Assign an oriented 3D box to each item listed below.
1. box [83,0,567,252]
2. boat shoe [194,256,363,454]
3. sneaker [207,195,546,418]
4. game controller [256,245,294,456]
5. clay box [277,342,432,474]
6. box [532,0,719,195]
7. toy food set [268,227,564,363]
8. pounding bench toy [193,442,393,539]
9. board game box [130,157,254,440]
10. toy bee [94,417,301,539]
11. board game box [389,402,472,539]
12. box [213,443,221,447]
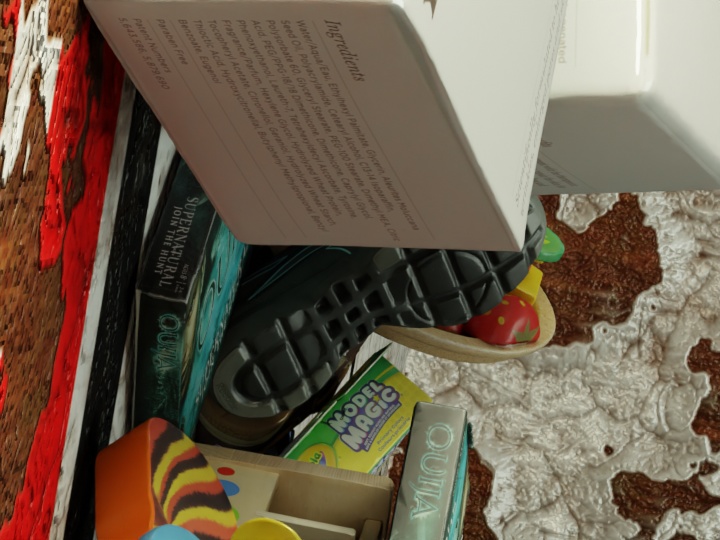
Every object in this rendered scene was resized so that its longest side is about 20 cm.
[{"bbox_3d":[0.000,-0.138,1.180,0.200,0.131,0.199,60,38,-57],"label":"box"},{"bbox_3d":[-0.041,0.050,1.674,0.200,0.072,0.072,-55,170,-48],"label":"boat shoe"},{"bbox_3d":[0.000,0.000,1.524,0.075,0.200,0.079,67,-5,-34],"label":"sneaker"},{"bbox_3d":[-0.051,0.066,1.833,0.200,0.042,0.104,94,7,-56],"label":"game controller"},{"bbox_3d":[-0.027,0.123,1.665,0.115,0.048,0.200,-47,176,-27],"label":"clay box"},{"bbox_3d":[0.083,-0.149,1.391,0.199,0.171,0.200,29,62,-68],"label":"box"},{"bbox_3d":[0.026,-0.016,1.677,0.049,0.200,0.198,-63,-178,22],"label":"toy food set"},{"bbox_3d":[-0.067,0.213,1.436,0.156,0.124,0.200,-69,168,-66],"label":"pounding bench toy"},{"bbox_3d":[-0.077,-0.008,1.429,0.135,0.028,0.200,97,6,-45],"label":"board game box"},{"bbox_3d":[-0.082,0.166,1.252,0.131,0.109,0.200,-17,-139,45],"label":"toy bee"},{"bbox_3d":[0.022,0.179,1.398,0.135,0.028,0.200,83,18,-70],"label":"board game box"},{"bbox_3d":[-0.047,0.201,1.617,0.039,0.137,0.200,-38,153,-26],"label":"box"}]
